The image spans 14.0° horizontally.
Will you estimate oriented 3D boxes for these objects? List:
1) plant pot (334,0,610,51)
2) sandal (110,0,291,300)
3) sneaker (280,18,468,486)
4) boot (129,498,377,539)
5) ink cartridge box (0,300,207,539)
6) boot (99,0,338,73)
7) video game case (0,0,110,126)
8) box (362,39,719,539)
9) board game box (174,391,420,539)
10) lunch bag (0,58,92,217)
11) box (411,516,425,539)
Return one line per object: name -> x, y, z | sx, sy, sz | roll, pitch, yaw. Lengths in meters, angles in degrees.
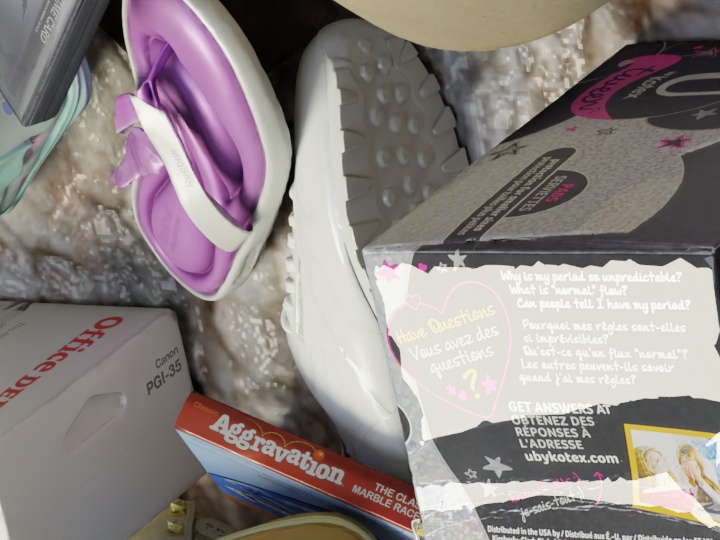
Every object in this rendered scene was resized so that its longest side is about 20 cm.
plant pot -> -0.008, -0.178, 0.919 | 0.187, 0.200, 0.188 | -5, 81, 33
sandal -> -0.068, -0.039, 1.120 | 0.082, 0.050, 0.203 | 39, 156, 21
sneaker -> 0.000, 0.000, 1.136 | 0.080, 0.076, 0.201 | 5, 115, 42
boot -> -0.063, 0.135, 1.196 | 0.200, 0.155, 0.072 | -32, 98, 20
ink cartridge box -> -0.187, 0.077, 1.247 | 0.199, 0.146, 0.083 | 2, 115, 33
boot -> -0.063, -0.160, 1.106 | 0.166, 0.072, 0.200 | 45, 133, -8
video game case -> -0.144, -0.168, 1.021 | 0.200, 0.019, 0.143 | 57, 146, 17
box -> 0.109, 0.003, 0.976 | 0.132, 0.200, 0.115 | 1, 112, 33
board game box -> 0.027, 0.107, 1.155 | 0.200, 0.019, 0.103 | 23, 164, 17
lunch bag -> -0.188, -0.087, 1.174 | 0.161, 0.077, 0.200 | 50, 154, 1
box -> 0.137, 0.090, 0.985 | 0.200, 0.159, 0.050 | 10, 116, 60
